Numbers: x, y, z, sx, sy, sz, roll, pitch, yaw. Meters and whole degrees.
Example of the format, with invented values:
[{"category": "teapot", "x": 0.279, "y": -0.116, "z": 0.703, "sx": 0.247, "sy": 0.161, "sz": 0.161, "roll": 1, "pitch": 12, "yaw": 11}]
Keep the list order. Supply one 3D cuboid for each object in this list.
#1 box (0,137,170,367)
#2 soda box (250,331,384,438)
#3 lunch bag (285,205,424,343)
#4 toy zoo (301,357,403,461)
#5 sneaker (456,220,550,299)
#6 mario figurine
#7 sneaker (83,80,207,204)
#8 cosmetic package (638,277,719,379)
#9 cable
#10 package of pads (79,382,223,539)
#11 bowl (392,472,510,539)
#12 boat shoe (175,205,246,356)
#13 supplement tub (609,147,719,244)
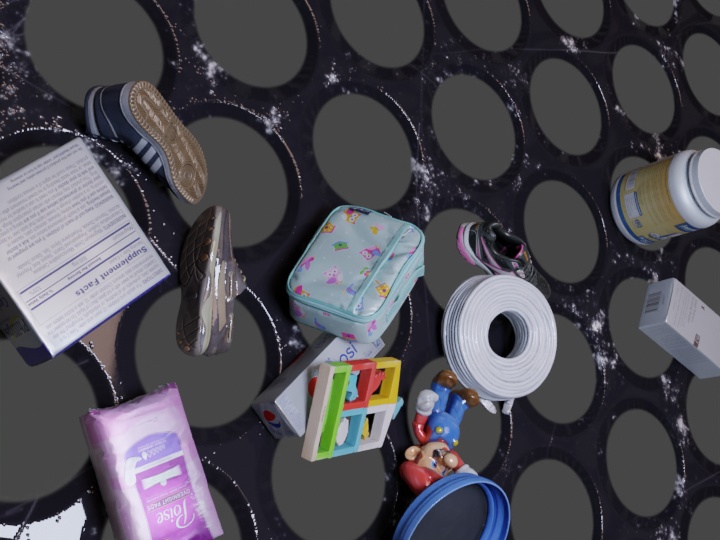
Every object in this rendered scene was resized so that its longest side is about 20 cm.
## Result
[{"category": "box", "x": -0.362, "y": -0.020, "z": 1.157, "sx": 0.184, "sy": 0.105, "sz": 0.201, "roll": -39, "pitch": 101, "yaw": -36}, {"category": "soda box", "x": -0.057, "y": 0.144, "z": 1.359, "sx": 0.200, "sy": 0.068, "sz": 0.064, "roll": -44, "pitch": 106, "yaw": -34}, {"category": "lunch bag", "x": 0.000, "y": 0.000, "z": 1.379, "sx": 0.201, "sy": 0.159, "sz": 0.077, "roll": -57, "pitch": 154, "yaw": -34}, {"category": "toy zoo", "x": -0.002, "y": 0.188, "z": 1.359, "sx": 0.199, "sy": 0.020, "sz": 0.133, "roll": 2, "pitch": 103, "yaw": -55}, {"category": "sneaker", "x": 0.249, "y": -0.010, "z": 1.609, "sx": 0.199, "sy": 0.086, "sz": 0.081, "roll": 35, "pitch": 62, "yaw": -24}, {"category": "mario figurine", "x": 0.129, "y": 0.248, "z": 1.440, "sx": 0.122, "sy": 0.106, "sz": 0.201, "roll": 17, "pitch": 55, "yaw": 6}, {"category": "sneaker", "x": -0.284, "y": -0.168, "z": 1.285, "sx": 0.070, "sy": 0.108, "sz": 0.201, "roll": -65, "pitch": 145, "yaw": -31}, {"category": "cosmetic package", "x": 0.622, "y": 0.112, "z": 1.858, "sx": 0.199, "sy": 0.074, "sz": 0.102, "roll": 34, "pitch": 61, "yaw": -23}, {"category": "cable", "x": 0.220, "y": 0.105, "z": 1.552, "sx": 0.200, "sy": 0.069, "sz": 0.201, "roll": 40, "pitch": 69, "yaw": -17}, {"category": "package of pads", "x": -0.255, "y": 0.249, "z": 1.184, "sx": 0.120, "sy": 0.075, "sz": 0.202, "roll": -16, "pitch": 88, "yaw": -35}, {"category": "bowl", "x": 0.126, "y": 0.380, "z": 1.393, "sx": 0.199, "sy": 0.039, "sz": 0.203, "roll": -15, "pitch": 118, "yaw": -30}, {"category": "boat shoe", "x": -0.195, "y": 0.016, "z": 1.299, "sx": 0.073, "sy": 0.074, "sz": 0.202, "roll": 16, "pitch": 78, "yaw": -42}, {"category": "supplement tub", "x": 0.579, "y": -0.137, "z": 1.810, "sx": 0.144, "sy": 0.199, "sz": 0.146, "roll": 10, "pitch": 73, "yaw": -33}]
